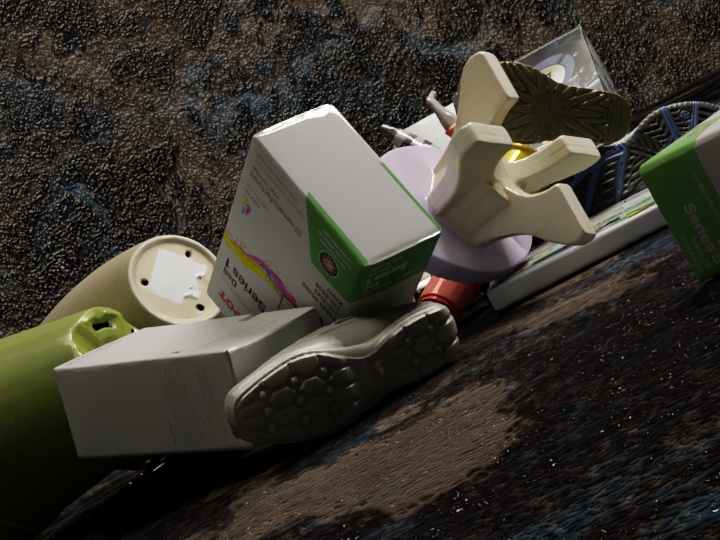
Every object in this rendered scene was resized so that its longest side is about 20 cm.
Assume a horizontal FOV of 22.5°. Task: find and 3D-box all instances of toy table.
[{"bbox_3d":[0.104,-0.072,1.483,0.117,0.184,0.200,-41,-13,31],"label":"toy table"}]

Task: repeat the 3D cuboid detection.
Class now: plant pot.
[{"bbox_3d":[-0.197,0.057,1.666,0.187,0.188,0.200,-30,-15,-35],"label":"plant pot"},{"bbox_3d":[-0.269,0.123,1.550,0.190,0.201,0.200,-28,3,24],"label":"plant pot"}]

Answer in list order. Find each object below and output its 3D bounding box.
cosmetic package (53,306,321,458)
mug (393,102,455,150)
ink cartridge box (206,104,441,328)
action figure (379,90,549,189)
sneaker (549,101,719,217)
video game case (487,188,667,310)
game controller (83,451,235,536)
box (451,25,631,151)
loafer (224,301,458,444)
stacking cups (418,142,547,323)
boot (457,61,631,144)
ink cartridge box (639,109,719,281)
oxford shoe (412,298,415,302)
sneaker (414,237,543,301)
[{"bbox_3d":[-0.128,0.088,1.403,0.199,0.082,0.113,-7,12,39],"label":"cosmetic package"},{"bbox_3d":[0.098,-0.089,2.090,0.200,0.176,0.148,-29,3,-23],"label":"mug"},{"bbox_3d":[-0.034,-0.006,1.431,0.084,0.145,0.200,-26,-26,-33],"label":"ink cartridge box"},{"bbox_3d":[0.093,-0.061,1.795,0.200,0.193,0.105,-52,-25,-5],"label":"action figure"},{"bbox_3d":[0.265,-0.101,1.701,0.199,0.076,0.077,-19,-9,-5],"label":"sneaker"},{"bbox_3d":[0.204,-0.029,1.566,0.199,0.022,0.182,-27,3,9],"label":"video game case"},{"bbox_3d":[-0.151,0.156,1.467,0.104,0.042,0.200,-27,2,21],"label":"game controller"},{"bbox_3d":[0.200,-0.139,1.926,0.163,0.086,0.200,-27,40,15],"label":"box"},{"bbox_3d":[-0.018,0.075,1.330,0.199,0.070,0.070,-19,12,-32],"label":"loafer"},{"bbox_3d":[0.107,-0.027,1.622,0.060,0.060,0.200,-25,27,50],"label":"stacking cups"},{"bbox_3d":[0.138,-0.148,1.695,0.174,0.066,0.200,14,0,-20],"label":"boot"},{"bbox_3d":[0.289,-0.084,1.071,0.200,0.084,0.145,-26,4,44],"label":"ink cartridge box"},{"bbox_3d":[0.000,0.000,1.533,0.075,0.200,0.058,-11,37,19],"label":"oxford shoe"},{"bbox_3d":[0.071,-0.016,1.687,0.199,0.093,0.070,-27,-29,-22],"label":"sneaker"}]
